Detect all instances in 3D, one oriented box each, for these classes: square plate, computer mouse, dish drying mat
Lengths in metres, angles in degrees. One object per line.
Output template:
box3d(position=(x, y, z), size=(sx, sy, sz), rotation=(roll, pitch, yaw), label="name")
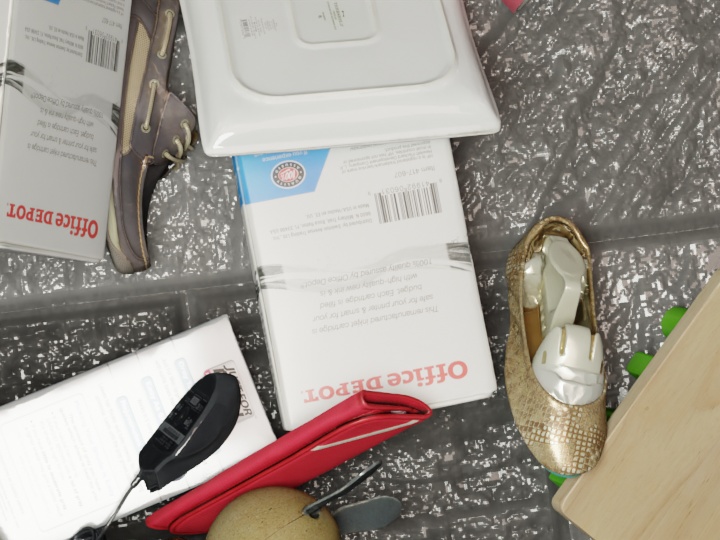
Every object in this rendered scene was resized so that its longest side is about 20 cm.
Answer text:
box3d(position=(-0.019, -0.161, 1.504), size=(0.197, 0.029, 0.201), rotation=(-5, 48, -8), label="square plate")
box3d(position=(-0.140, 0.150, 1.443), size=(0.034, 0.059, 0.200), rotation=(41, 86, -21), label="computer mouse")
box3d(position=(-0.048, 0.130, 1.467), size=(0.200, 0.077, 0.018), rotation=(-32, 67, 31), label="dish drying mat")

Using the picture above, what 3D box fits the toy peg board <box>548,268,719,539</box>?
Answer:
box3d(position=(0.247, 0.132, 1.549), size=(0.199, 0.098, 0.200), rotation=(39, 84, -17), label="toy peg board")

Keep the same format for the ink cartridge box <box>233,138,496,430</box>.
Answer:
box3d(position=(0.000, 0.000, 1.520), size=(0.145, 0.084, 0.201), rotation=(-10, 88, -6), label="ink cartridge box")

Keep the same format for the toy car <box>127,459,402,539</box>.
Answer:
box3d(position=(-0.052, 0.204, 1.438), size=(0.200, 0.164, 0.158), rotation=(-38, 68, -8), label="toy car")

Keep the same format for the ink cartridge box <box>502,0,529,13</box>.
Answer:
box3d(position=(0.099, -0.305, 1.556), size=(0.146, 0.083, 0.200), rotation=(-42, 91, -6), label="ink cartridge box")

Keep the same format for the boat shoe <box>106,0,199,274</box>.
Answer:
box3d(position=(-0.147, -0.099, 1.527), size=(0.073, 0.074, 0.202), rotation=(-2, 88, -5), label="boat shoe")

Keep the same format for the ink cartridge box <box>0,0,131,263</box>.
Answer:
box3d(position=(-0.221, -0.112, 1.430), size=(0.084, 0.146, 0.201), rotation=(5, 87, 23), label="ink cartridge box")

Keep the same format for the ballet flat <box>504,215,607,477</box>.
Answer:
box3d(position=(0.131, 0.042, 1.495), size=(0.070, 0.065, 0.201), rotation=(5, 48, -14), label="ballet flat")

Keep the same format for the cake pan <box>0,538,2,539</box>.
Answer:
box3d(position=(-0.307, 0.214, 1.459), size=(0.199, 0.037, 0.201), rotation=(3, 125, 4), label="cake pan")

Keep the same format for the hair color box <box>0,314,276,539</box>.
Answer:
box3d(position=(-0.163, 0.113, 1.499), size=(0.199, 0.061, 0.100), rotation=(-22, 89, -6), label="hair color box")
